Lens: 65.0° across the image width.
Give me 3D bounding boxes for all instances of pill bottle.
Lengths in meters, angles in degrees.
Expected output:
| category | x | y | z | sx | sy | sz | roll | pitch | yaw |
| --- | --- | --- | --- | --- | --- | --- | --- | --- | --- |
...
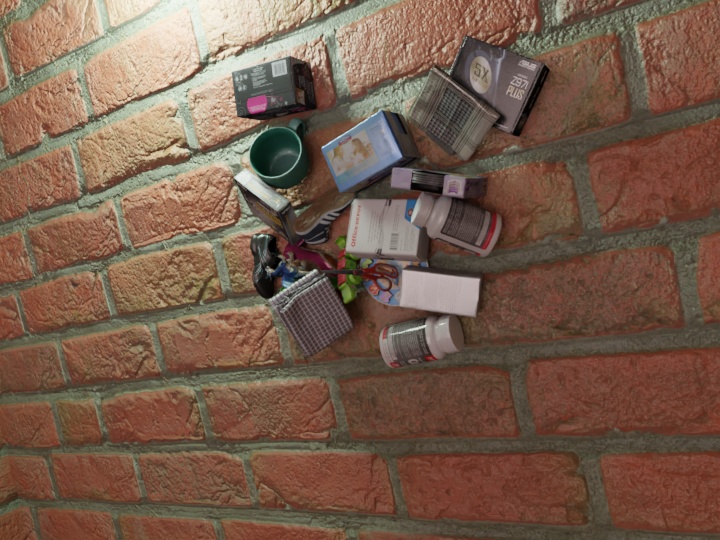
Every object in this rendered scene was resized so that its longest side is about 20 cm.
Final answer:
| category | x | y | z | sx | sy | sz | roll | pitch | yaw |
| --- | --- | --- | --- | --- | --- | --- | --- | --- | --- |
| pill bottle | 0.160 | 0.183 | 1.478 | 0.199 | 0.114 | 0.115 | -17 | 91 | 29 |
| pill bottle | 0.226 | -0.116 | 1.355 | 0.199 | 0.111 | 0.111 | 20 | 109 | -5 |

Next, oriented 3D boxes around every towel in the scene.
| category | x | y | z | sx | sy | sz | roll | pitch | yaw |
| --- | --- | --- | --- | --- | --- | --- | --- | --- | --- |
| towel | -0.123 | 0.117 | 1.503 | 0.165 | 0.086 | 0.201 | -33 | 123 | -8 |
| towel | 0.207 | -0.357 | 1.324 | 0.192 | 0.035 | 0.200 | 38 | 156 | 2 |

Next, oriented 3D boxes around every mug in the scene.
| category | x | y | z | sx | sy | sz | roll | pitch | yaw |
| --- | --- | --- | --- | --- | --- | --- | --- | --- | --- |
| mug | -0.206 | -0.312 | 1.573 | 0.184 | 0.114 | 0.153 | -30 | 72 | 2 |

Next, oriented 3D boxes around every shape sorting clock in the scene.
| category | x | y | z | sx | sy | sz | roll | pitch | yaw |
| --- | --- | --- | --- | --- | --- | --- | --- | --- | --- |
| shape sorting clock | 0.089 | -0.003 | 1.525 | 0.199 | 0.039 | 0.201 | 5 | 101 | 26 |

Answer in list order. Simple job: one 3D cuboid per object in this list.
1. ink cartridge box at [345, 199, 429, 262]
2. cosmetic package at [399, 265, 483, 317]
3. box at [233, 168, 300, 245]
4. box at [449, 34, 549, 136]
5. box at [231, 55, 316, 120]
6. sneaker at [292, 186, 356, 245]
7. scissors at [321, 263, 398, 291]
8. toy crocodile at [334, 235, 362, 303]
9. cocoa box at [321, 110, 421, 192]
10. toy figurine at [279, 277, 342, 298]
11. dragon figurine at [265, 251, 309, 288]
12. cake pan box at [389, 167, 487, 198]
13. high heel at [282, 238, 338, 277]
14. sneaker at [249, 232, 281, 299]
| category | x | y | z | sx | sy | sz | roll | pitch | yaw |
| --- | --- | --- | --- | --- | --- | --- | --- | --- | --- |
| ink cartridge box | 0.075 | -0.104 | 1.467 | 0.199 | 0.086 | 0.148 | 4 | 81 | 28 |
| cosmetic package | 0.205 | 0.050 | 1.440 | 0.199 | 0.071 | 0.102 | 8 | 102 | 17 |
| box | -0.257 | -0.179 | 1.594 | 0.200 | 0.159 | 0.048 | 38 | 71 | 27 |
| box | 0.308 | -0.426 | 1.313 | 0.199 | 0.086 | 0.165 | 30 | 110 | 20 |
| box | -0.238 | -0.500 | 1.565 | 0.199 | 0.115 | 0.133 | -4 | 96 | 26 |
| sneaker | -0.090 | -0.150 | 1.579 | 0.200 | 0.109 | 0.070 | -36 | 59 | -5 |
| scissors | 0.000 | 0.000 | 1.495 | 0.199 | 0.014 | 0.074 | 16 | 80 | 4 |
| toy crocodile | -0.037 | -0.005 | 1.541 | 0.067 | 0.061 | 0.201 | -33 | 48 | 44 |
| cocoa box | 0.027 | -0.301 | 1.452 | 0.199 | 0.131 | 0.134 | -26 | 87 | 28 |
| toy figurine | -0.115 | 0.125 | 1.624 | 0.199 | 0.150 | 0.185 | -9 | 110 | 3 |
| dragon figurine | -0.191 | 0.014 | 1.602 | 0.199 | 0.059 | 0.100 | 30 | 127 | 32 |
| cake pan box | 0.189 | -0.210 | 1.347 | 0.183 | 0.200 | 0.053 | 12 | 104 | 27 |
| high heel | -0.142 | -0.021 | 1.618 | 0.200 | 0.067 | 0.096 | 41 | 104 | 21 |
| sneaker | -0.279 | -0.013 | 1.692 | 0.079 | 0.075 | 0.201 | -4 | 97 | 25 |
